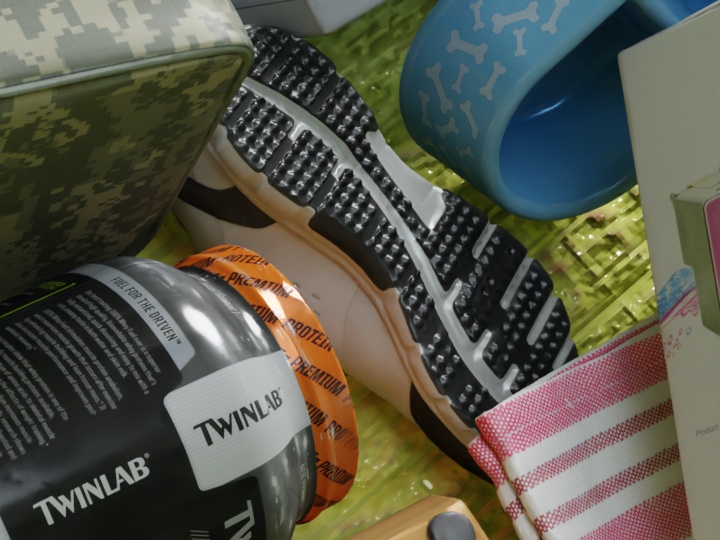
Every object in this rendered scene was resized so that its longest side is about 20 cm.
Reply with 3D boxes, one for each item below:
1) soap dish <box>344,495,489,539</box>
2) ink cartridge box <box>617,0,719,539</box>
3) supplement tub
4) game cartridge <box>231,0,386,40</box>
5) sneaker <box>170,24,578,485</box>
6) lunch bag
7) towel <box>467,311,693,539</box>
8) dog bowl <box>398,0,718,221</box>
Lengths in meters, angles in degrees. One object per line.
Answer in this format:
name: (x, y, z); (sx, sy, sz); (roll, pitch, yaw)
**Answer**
soap dish: (-0.008, 0.174, 0.955); (0.199, 0.081, 0.158); (-26, 75, -27)
ink cartridge box: (0.179, 0.010, 1.036); (0.144, 0.084, 0.201); (9, 68, -42)
supplement tub: (-0.106, 0.072, 0.947); (0.199, 0.123, 0.123); (-25, 75, -28)
game cartridge: (0.021, -0.145, 1.100); (0.200, 0.133, 0.041); (-39, 115, -31)
sneaker: (0.000, 0.000, 1.059); (0.200, 0.080, 0.074); (49, 51, -12)
lunch bag: (-0.136, -0.092, 0.974); (0.139, 0.200, 0.169); (-18, 72, -25)
towel: (0.137, 0.111, 1.042); (0.146, 0.030, 0.201); (-26, 80, -43)
dog bowl: (0.106, -0.097, 1.076); (0.200, 0.111, 0.050); (-42, 52, 9)
